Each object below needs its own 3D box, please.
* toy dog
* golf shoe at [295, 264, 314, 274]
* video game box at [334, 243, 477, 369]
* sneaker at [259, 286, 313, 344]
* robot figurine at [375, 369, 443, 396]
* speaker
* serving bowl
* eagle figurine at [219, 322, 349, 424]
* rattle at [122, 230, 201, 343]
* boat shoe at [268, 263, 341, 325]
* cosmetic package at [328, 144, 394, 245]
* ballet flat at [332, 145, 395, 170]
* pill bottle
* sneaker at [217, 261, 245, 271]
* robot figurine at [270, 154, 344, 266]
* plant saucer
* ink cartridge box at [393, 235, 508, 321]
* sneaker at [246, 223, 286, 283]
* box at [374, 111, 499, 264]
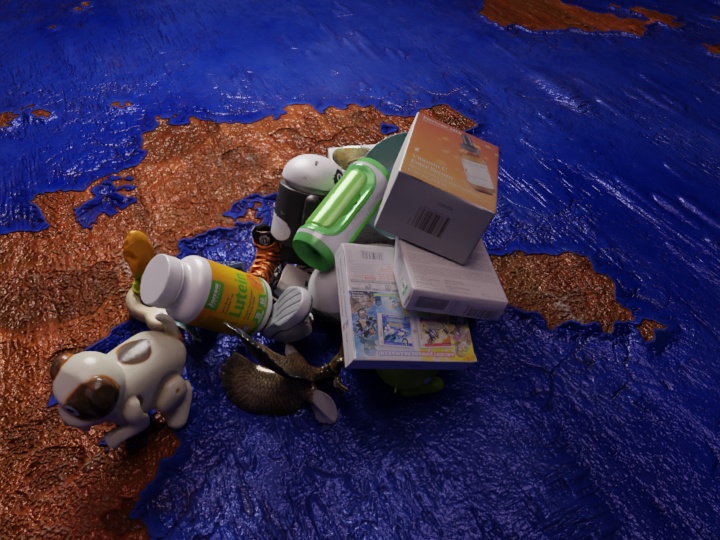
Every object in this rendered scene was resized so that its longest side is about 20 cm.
[{"bbox_3d":[-0.348,0.166,0.845,0.139,0.195,0.200,35,14,20],"label":"toy dog"},{"bbox_3d":[-0.039,0.017,1.130,0.198,0.078,0.095,13,56,21],"label":"golf shoe"},{"bbox_3d":[0.066,0.056,0.868,0.198,0.047,0.184,5,60,-22],"label":"video game box"},{"bbox_3d":[-0.110,0.078,0.979,0.070,0.200,0.074,20,68,-19],"label":"sneaker"},{"bbox_3d":[0.089,0.122,0.963,0.115,0.177,0.200,5,19,21],"label":"robot figurine"},{"bbox_3d":[-0.028,-0.097,0.969,0.088,0.089,0.201,25,63,22],"label":"speaker"},{"bbox_3d":[0.000,0.000,0.986,0.198,0.066,0.200,-13,20,5],"label":"serving bowl"},{"bbox_3d":[-0.124,0.162,0.930,0.198,0.153,0.151,4,0,-19],"label":"eagle figurine"},{"bbox_3d":[-0.359,0.039,1.051,0.129,0.144,0.200,1,34,-29],"label":"rattle"},{"bbox_3d":[-0.087,0.067,1.080,0.199,0.093,0.075,30,39,-11],"label":"boat shoe"},{"bbox_3d":[0.024,-0.141,1.216,0.166,0.167,0.201,-6,44,-8],"label":"cosmetic package"},{"bbox_3d":[0.036,-0.195,1.111,0.198,0.071,0.071,9,45,8],"label":"ballet flat"},{"bbox_3d":[-0.255,0.041,0.962,0.199,0.111,0.111,23,25,-45],"label":"pill bottle"},{"bbox_3d":[-0.283,0.031,1.095,0.069,0.079,0.200,1,12,23],"label":"sneaker"},{"bbox_3d":[-0.095,-0.111,1.065,0.124,0.202,0.150,-6,27,-45],"label":"robot figurine"},{"bbox_3d":[0.089,-0.149,1.048,0.199,0.039,0.203,-2,81,12],"label":"plant saucer"},{"bbox_3d":[0.124,-0.019,0.893,0.159,0.050,0.201,8,41,-20],"label":"ink cartridge box"},{"bbox_3d":[-0.196,-0.020,1.126,0.077,0.113,0.201,7,45,8],"label":"sneaker"},{"bbox_3d":[0.123,-0.132,0.896,0.151,0.107,0.201,22,41,-4],"label":"box"}]
